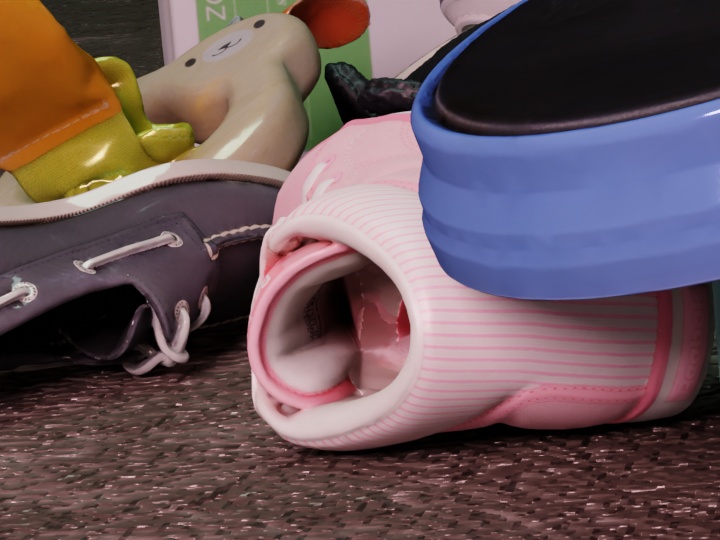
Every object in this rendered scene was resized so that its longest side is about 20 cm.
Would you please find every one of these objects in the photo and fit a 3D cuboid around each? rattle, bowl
[{"bbox_3d":[-0.081,-0.087,1.057,0.130,0.143,0.200,-26,21,49],"label":"rattle"},{"bbox_3d":[0.105,-0.055,0.713,0.200,0.039,0.201,-20,17,6],"label":"bowl"}]

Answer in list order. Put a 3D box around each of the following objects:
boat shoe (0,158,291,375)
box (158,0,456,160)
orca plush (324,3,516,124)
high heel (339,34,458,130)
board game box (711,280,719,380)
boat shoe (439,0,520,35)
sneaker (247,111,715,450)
[{"bbox_3d":[-0.080,0.014,0.903,0.200,0.073,0.063,-6,51,-40],"label":"boat shoe"},{"bbox_3d":[-0.006,-0.150,1.330,0.171,0.200,0.200,-5,11,-2],"label":"box"},{"bbox_3d":[0.029,-0.069,1.080,0.071,0.106,0.200,14,-1,-28],"label":"orca plush"},{"bbox_3d":[0.099,-0.064,1.238,0.199,0.072,0.143,-10,-7,11],"label":"high heel"},{"bbox_3d":[0.212,0.011,0.747,0.200,0.045,0.152,4,14,41],"label":"board game box"},{"bbox_3d":[0.112,-0.069,1.113,0.200,0.066,0.072,18,-13,22],"label":"boat shoe"},{"bbox_3d":[0.000,0.000,0.824,0.104,0.076,0.200,-4,13,-28],"label":"sneaker"}]
